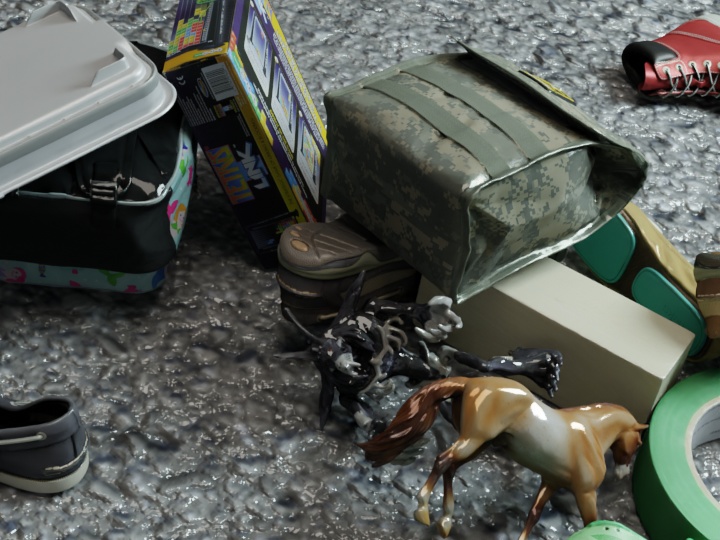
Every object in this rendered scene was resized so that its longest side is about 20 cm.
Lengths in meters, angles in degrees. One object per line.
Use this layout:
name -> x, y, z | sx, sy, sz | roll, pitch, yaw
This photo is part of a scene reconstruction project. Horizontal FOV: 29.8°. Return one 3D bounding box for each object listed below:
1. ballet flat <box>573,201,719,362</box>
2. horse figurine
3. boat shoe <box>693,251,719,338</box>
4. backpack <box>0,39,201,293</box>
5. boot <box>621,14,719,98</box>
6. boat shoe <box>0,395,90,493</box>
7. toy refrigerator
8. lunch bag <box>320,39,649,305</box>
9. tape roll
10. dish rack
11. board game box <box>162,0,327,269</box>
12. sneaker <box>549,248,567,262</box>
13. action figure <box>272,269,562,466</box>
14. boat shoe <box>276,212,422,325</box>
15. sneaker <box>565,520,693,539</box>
ballet flat -> 0.237, -0.003, 1.116 | 0.063, 0.069, 0.200 | -8, 51, -38
horse figurine -> 0.101, 0.123, 0.891 | 0.199, 0.050, 0.133 | 25, 73, -17
boat shoe -> 0.314, 0.041, 1.036 | 0.199, 0.075, 0.074 | 18, 73, -42
backpack -> -0.210, -0.086, 1.037 | 0.176, 0.151, 0.201 | 4, 50, -1
boot -> 0.359, -0.183, 1.339 | 0.144, 0.073, 0.200 | -22, 42, -31
boat shoe -> -0.275, 0.089, 0.893 | 0.199, 0.063, 0.073 | 13, 41, 4
toy refrigerator -> 0.144, 0.042, 1.028 | 0.199, 0.076, 0.070 | 28, 44, 20
lunch bag -> 0.097, -0.089, 1.011 | 0.199, 0.118, 0.164 | -25, 48, -31
tape roll -> 0.294, 0.154, 0.952 | 0.199, 0.048, 0.201 | 6, 41, -5
dish rack -> -0.247, -0.124, 0.950 | 0.199, 0.044, 0.172 | -29, 42, -20
board game box -> -0.085, -0.130, 1.082 | 0.056, 0.201, 0.166 | -15, 38, 12
sneaker -> 0.090, -0.077, 1.117 | 0.199, 0.074, 0.089 | 28, 55, 9
action figure -> 0.041, 0.071, 0.943 | 0.199, 0.120, 0.102 | 13, 3, -8
boat shoe -> 0.000, 0.000, 1.051 | 0.074, 0.074, 0.199 | 30, 23, 33
sneaker -> 0.136, 0.202, 0.845 | 0.199, 0.074, 0.084 | 4, 48, -21
